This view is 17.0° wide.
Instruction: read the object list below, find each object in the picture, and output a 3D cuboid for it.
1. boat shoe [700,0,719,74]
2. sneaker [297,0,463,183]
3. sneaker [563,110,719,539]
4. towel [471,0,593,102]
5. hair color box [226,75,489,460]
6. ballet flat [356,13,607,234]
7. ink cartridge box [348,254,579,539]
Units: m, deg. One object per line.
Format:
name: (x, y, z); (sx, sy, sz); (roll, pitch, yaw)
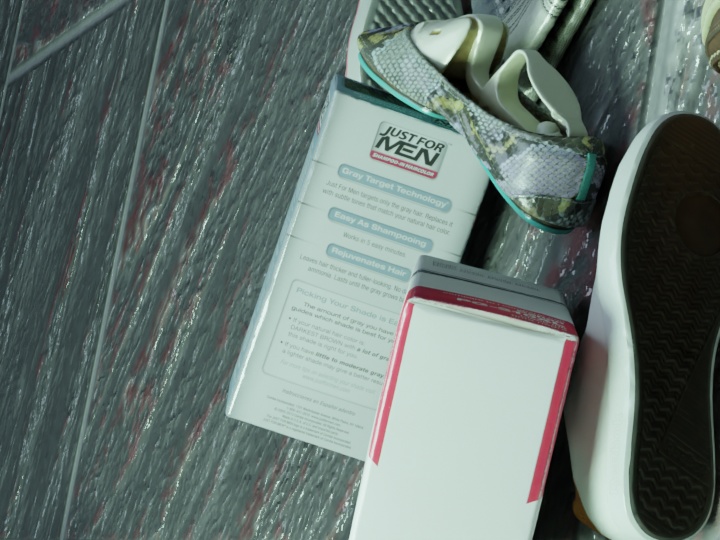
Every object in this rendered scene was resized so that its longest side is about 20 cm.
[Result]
boat shoe: (0.205, -0.101, 0.993); (0.202, 0.074, 0.075); (154, 121, -64)
sneaker: (0.006, -0.093, 1.498); (0.105, 0.075, 0.201); (-13, 69, 61)
sneaker: (0.125, 0.026, 1.115); (0.085, 0.073, 0.201); (-12, 67, 65)
towel: (0.108, -0.215, 1.370); (0.193, 0.034, 0.200); (-102, 32, -49)
hair color box: (0.000, 0.000, 1.387); (0.061, 0.099, 0.201); (-90, 19, -75)
ballet flat: (0.070, -0.098, 1.300); (0.200, 0.072, 0.072); (47, 123, 41)
ink cartridge box: (0.048, 0.079, 1.167); (0.200, 0.084, 0.145); (-63, -14, -84)
